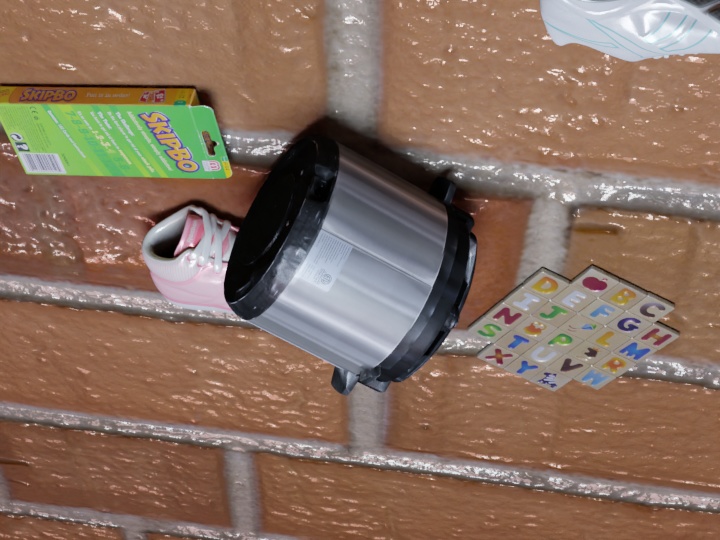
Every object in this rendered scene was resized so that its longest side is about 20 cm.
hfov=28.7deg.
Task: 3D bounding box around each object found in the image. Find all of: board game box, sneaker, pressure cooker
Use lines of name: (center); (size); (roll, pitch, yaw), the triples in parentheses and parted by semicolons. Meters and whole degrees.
board game box: (-0.214, -0.120, 1.237); (0.198, 0.030, 0.096); (4, 145, 12)
sneaker: (0.225, -0.187, 1.016); (0.198, 0.071, 0.080); (12, 154, 8)
pressure cooker: (0.000, 0.001, 1.219); (0.199, 0.180, 0.176); (27, 135, -19)
sneaker: (-0.115, -0.008, 1.323); (0.198, 0.076, 0.105); (1, 149, 19)

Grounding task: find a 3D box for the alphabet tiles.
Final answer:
alphabet tiles: (0.210, 0.062, 1.401); (0.165, 0.006, 0.200); (25, 141, -19)
